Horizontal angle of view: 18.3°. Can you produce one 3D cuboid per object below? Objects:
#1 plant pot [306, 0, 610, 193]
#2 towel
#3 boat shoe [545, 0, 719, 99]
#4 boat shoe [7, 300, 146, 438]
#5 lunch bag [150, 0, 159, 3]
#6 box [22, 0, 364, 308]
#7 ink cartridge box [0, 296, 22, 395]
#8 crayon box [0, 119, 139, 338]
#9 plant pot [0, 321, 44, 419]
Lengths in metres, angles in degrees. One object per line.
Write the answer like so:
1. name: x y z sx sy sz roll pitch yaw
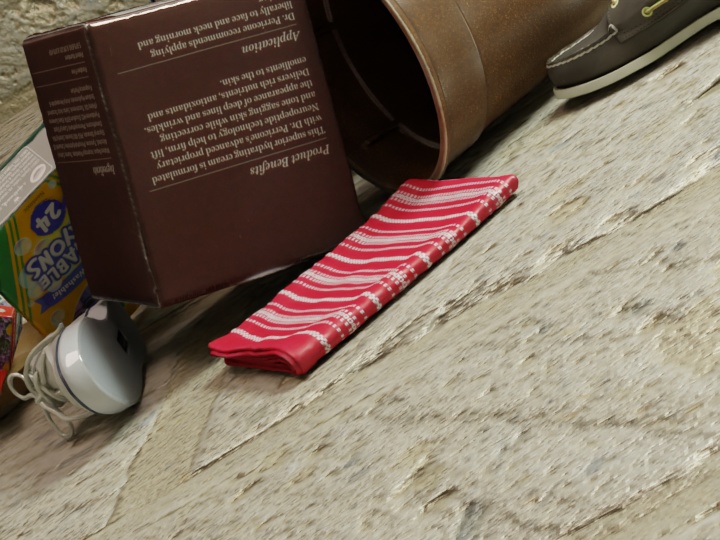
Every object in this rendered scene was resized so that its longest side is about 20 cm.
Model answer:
1. plant pot: 0.065 -0.189 1.604 0.198 0.201 0.200 -34 13 -26
2. towel: 0.000 0.000 1.460 0.200 0.023 0.145 -40 16 -19
3. boat shoe: 0.205 -0.184 1.504 0.201 0.061 0.072 -29 15 23
4. boat shoe: -0.209 0.073 1.591 0.086 0.075 0.202 -33 12 5
5. lunch bag: -0.058 -0.220 1.724 0.199 0.170 0.124 -22 27 9
6. box: -0.120 -0.094 1.582 0.165 0.201 0.164 -17 9 -23
7. ink cartridge box: -0.328 0.045 1.775 0.108 0.051 0.200 4 13 -6
8. crayon box: -0.218 -0.013 1.717 0.126 0.200 0.052 -48 52 -8
9. plant pot: -0.322 0.107 1.830 0.200 0.028 0.200 -33 14 9
